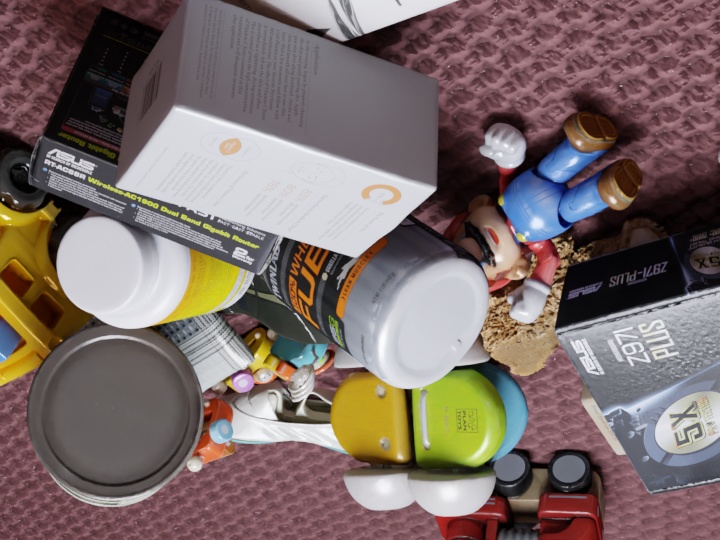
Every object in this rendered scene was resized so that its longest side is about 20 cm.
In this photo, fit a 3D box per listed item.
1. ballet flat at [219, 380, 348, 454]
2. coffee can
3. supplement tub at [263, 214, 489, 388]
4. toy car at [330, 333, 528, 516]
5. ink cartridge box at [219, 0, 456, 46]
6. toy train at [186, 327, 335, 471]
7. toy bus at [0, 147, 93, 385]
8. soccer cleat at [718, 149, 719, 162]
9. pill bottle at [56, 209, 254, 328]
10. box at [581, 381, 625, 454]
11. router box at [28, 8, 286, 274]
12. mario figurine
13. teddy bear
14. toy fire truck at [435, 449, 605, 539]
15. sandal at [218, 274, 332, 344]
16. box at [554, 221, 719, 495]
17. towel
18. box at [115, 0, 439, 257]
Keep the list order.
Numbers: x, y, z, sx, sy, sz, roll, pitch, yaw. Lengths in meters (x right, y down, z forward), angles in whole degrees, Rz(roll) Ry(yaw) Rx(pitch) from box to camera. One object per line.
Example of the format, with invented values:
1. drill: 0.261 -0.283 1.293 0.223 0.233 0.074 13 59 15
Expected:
1. ballet flat: -0.071 0.147 1.433 0.198 0.070 0.070 8 141 0
2. coffee can: -0.220 0.135 1.221 0.145 0.148 0.200 19 166 -7
3. supplement tub: 0.000 0.000 1.122 0.200 0.122 0.123 34 158 42
4. toy car: 0.073 0.136 1.307 0.199 0.177 0.149 -5 178 44
5. ink cartridge box: -0.024 -0.239 0.935 0.199 0.085 0.146 -14 133 31
6. toy train: -0.093 0.120 1.333 0.199 0.151 0.056 -29 127 35
7. toy bus: -0.339 0.008 1.223 0.135 0.192 0.200 -24 114 40
8. soccer cleat: 0.352 -0.039 1.084 0.077 0.070 0.200 -13 127 35
9. pill bottle: -0.171 -0.010 1.153 0.108 0.110 0.200 1 -176 19
10. box: 0.312 0.098 1.243 0.199 0.078 0.095 -15 131 30
11. router box: -0.142 -0.102 1.079 0.199 0.151 0.062 22 140 -9
12. mario figurine: 0.128 -0.038 1.107 0.105 0.124 0.200 21 138 -29
13. teddy bear: 0.197 0.018 1.204 0.144 0.067 0.200 23 134 -25
14. toy fire truck: 0.157 0.287 1.414 0.174 0.201 0.129 -1 139 17
15. sandal: -0.088 0.010 1.277 0.200 0.057 0.080 16 133 25
16. box: 0.276 0.074 1.113 0.163 0.086 0.201 -16 122 29
17. towel: -0.225 0.053 1.335 0.199 0.035 0.193 -27 108 41
18. box: -0.058 -0.099 0.982 0.199 0.098 0.124 16 150 -23
